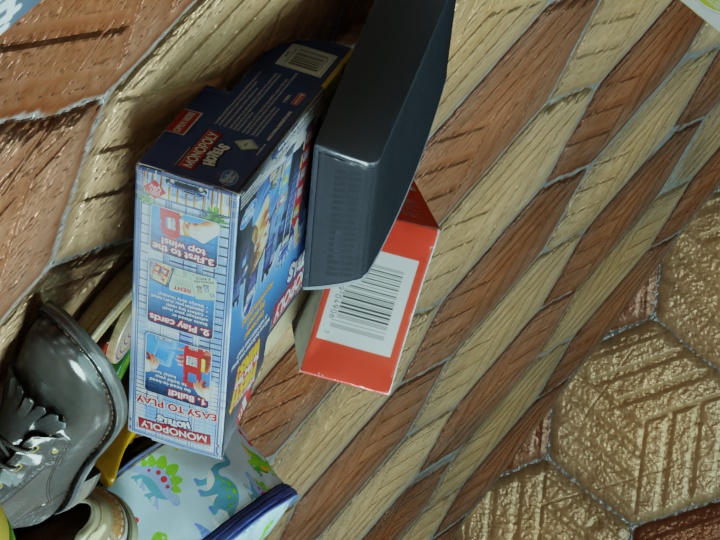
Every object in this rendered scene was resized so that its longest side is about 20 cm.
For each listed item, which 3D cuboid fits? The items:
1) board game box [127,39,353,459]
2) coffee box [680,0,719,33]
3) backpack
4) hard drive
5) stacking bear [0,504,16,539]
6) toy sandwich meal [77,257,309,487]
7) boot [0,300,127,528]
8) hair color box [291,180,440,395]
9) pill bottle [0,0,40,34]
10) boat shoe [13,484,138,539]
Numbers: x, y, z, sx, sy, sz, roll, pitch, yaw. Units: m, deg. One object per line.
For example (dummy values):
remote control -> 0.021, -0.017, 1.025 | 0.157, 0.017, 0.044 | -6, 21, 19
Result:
board game box -> -0.075, -0.008, 1.563 | 0.200, 0.062, 0.200 | -55, 160, -58
coffee box -> 0.407, -0.286, 2.322 | 0.200, 0.200, 0.198 | -40, 165, -42
backpack -> -0.135, 0.193, 1.816 | 0.200, 0.147, 0.183 | -44, 173, 28
hard drive -> 0.014, -0.094, 1.611 | 0.135, 0.042, 0.200 | 97, 12, -48
stacking bear -> -0.227, 0.141, 1.431 | 0.121, 0.114, 0.200 | -40, 145, -37
toy sandwich meal -> -0.115, 0.047, 1.697 | 0.205, 0.070, 0.205 | -48, 168, -13
boot -> -0.221, 0.121, 1.550 | 0.174, 0.069, 0.200 | -33, 154, -33
hair color box -> 0.000, 0.000, 1.771 | 0.200, 0.064, 0.111 | -111, -143, -78
pill bottle -> -0.145, -0.130, 0.900 | 0.200, 0.120, 0.120 | -45, 167, -27
boat shoe -> -0.231, 0.195, 1.684 | 0.200, 0.075, 0.068 | -38, 163, 0
